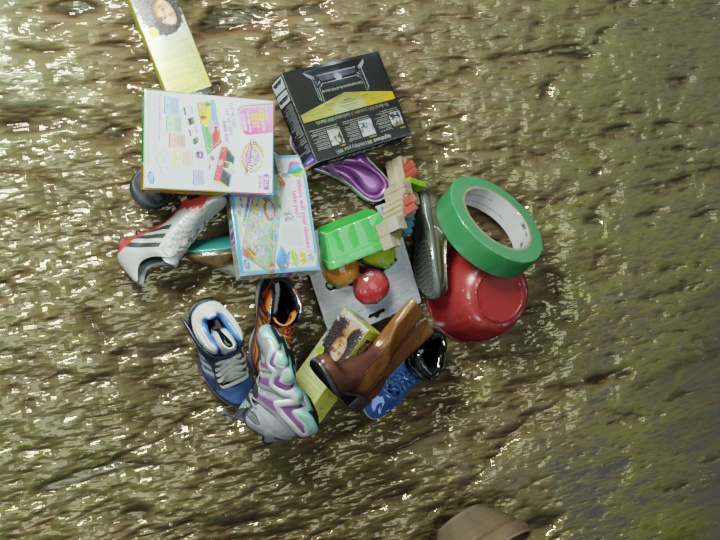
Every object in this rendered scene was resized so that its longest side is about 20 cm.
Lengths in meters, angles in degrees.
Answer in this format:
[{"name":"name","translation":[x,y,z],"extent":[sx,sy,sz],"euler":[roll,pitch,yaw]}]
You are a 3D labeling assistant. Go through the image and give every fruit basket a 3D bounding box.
[{"name":"fruit basket","translation":[0.000,0.000,1.353],"extent":[0.185,0.094,0.200],"euler":[-23,115,-15]}]

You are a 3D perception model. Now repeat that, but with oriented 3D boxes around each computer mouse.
[{"name":"computer mouse","translation":[-0.275,-0.158,1.266],"extent":[0.140,0.046,0.200],"euler":[39,69,-12]}]

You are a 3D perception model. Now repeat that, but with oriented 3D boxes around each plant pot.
[{"name":"plant pot","translation":[0.206,0.494,1.407],"extent":[0.201,0.201,0.093],"euler":[-25,59,-15]}]

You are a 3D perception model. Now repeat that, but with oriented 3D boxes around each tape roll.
[{"name":"tape roll","translation":[0.230,-0.079,1.365],"extent":[0.200,0.048,0.201],"euler":[22,42,-21]}]

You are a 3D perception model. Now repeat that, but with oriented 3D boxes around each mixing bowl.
[{"name":"mixing bowl","translation":[0.230,0.040,1.406],"extent":[0.200,0.108,0.200],"euler":[-1,92,-19]}]

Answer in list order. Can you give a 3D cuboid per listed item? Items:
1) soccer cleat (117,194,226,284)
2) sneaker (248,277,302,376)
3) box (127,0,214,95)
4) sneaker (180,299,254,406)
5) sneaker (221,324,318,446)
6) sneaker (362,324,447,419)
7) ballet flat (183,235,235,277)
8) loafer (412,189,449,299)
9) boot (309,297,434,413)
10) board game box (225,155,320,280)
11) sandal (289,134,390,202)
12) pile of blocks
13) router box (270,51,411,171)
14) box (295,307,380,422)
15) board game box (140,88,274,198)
[{"name":"soccer cleat","translation":[-0.293,-0.052,1.227],"extent":[0.200,0.069,0.085],"euler":[-30,73,0]},{"name":"sneaker","translation":[-0.141,0.105,1.284],"extent":[0.078,0.112,0.200],"euler":[-5,94,-18]},{"name":"box","translation":[-0.304,-0.360,1.225],"extent":[0.075,0.050,0.200],"euler":[-24,95,-15]},{"name":"sneaker","translation":[-0.219,0.142,1.242],"extent":[0.081,0.146,0.200],"euler":[-23,99,-16]},{"name":"sneaker","translation":[-0.162,0.195,1.227],"extent":[0.140,0.078,0.200],"euler":[-20,103,2]},{"name":"sneaker","translation":[0.079,0.183,1.361],"extent":[0.077,0.111,0.200],"euler":[41,81,-16]},{"name":"ballet flat","translation":[-0.195,-0.032,1.294],"extent":[0.200,0.068,0.072],"euler":[-20,118,-20]},{"name":"loafer","translation":[0.137,-0.048,1.376],"extent":[0.070,0.075,0.200],"euler":[1,79,-25]},{"name":"boot","translation":[0.026,0.126,1.241],"extent":[0.200,0.068,0.188],"euler":[-46,136,-5]},{"name":"board game box","translation":[-0.147,-0.088,1.251],"extent":[0.134,0.034,0.200],"euler":[-4,77,-22]},{"name":"sandal","translation":[-0.027,-0.193,1.340],"extent":[0.203,0.050,0.082],"euler":[31,83,-17]},{"name":"pile of blocks","translation":[0.082,-0.117,1.321],"extent":[0.082,0.062,0.200],"euler":[35,48,-32]},{"name":"router box","translation":[-0.030,-0.272,1.301],"extent":[0.200,0.052,0.157],"euler":[-21,89,-29]},{"name":"box","translation":[-0.052,0.166,1.310],"extent":[0.200,0.075,0.050],"euler":[-56,141,5]},{"name":"board game box","translation":[-0.234,-0.193,1.187],"extent":[0.200,0.040,0.153],"euler":[2,88,-20]}]
